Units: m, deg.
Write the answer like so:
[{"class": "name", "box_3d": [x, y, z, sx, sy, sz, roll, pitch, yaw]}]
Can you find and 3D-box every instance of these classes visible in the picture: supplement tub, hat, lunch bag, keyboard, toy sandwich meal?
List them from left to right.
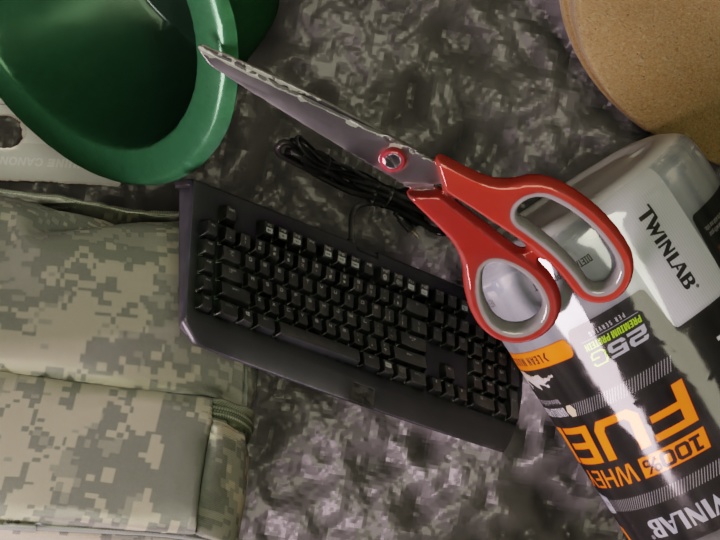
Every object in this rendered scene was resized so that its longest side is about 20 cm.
[{"class": "lunch bag", "box_3d": [-0.139, 0.044, 0.993, 0.200, 0.139, 0.168, 8, 74, -9]}, {"class": "hat", "box_3d": [-0.060, -0.142, 1.014, 0.200, 0.166, 0.176, 46, 48, 9]}, {"class": "keyboard", "box_3d": [0.000, 0.000, 1.011, 0.200, 0.021, 0.127, 22, 54, -39]}, {"class": "supplement tub", "box_3d": [0.146, 0.049, 1.029, 0.122, 0.123, 0.200, -34, 95, -4]}, {"class": "toy sandwich meal", "box_3d": [0.190, -0.125, 1.026, 0.205, 0.205, 0.070, 31, 47, -6]}]

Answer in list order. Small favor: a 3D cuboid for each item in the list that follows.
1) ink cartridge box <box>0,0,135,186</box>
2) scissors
[{"class": "ink cartridge box", "box_3d": [-0.181, -0.144, 1.039, 0.161, 0.050, 0.200, 3, 109, -6]}, {"class": "scissors", "box_3d": [0.028, -0.045, 0.933, 0.073, 0.014, 0.200, -39, 109, 22]}]
